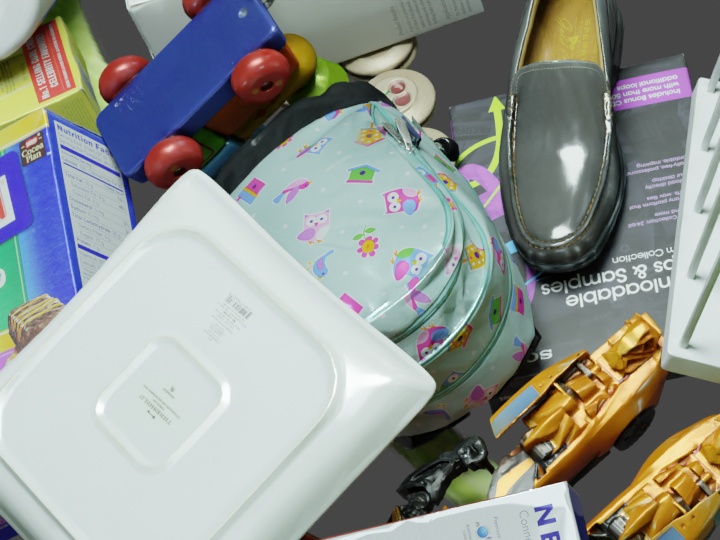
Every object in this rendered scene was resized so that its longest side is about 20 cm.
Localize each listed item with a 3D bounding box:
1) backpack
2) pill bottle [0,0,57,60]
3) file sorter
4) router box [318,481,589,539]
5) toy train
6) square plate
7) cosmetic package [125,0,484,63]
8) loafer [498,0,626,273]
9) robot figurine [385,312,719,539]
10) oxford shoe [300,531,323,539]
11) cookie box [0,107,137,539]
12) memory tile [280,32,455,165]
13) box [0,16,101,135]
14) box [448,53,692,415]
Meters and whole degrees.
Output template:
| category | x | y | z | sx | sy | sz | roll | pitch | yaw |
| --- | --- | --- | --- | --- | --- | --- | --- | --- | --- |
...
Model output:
| category | x | y | z | sx | sy | sz | roll | pitch | yaw |
| --- | --- | --- | --- | --- | --- | --- | --- | --- | --- |
| backpack | 0.000 | 0.000 | 1.179 | 0.167 | 0.127 | 0.200 | -45 | 45 | 5 |
| pill bottle | -0.228 | -0.218 | 1.404 | 0.112 | 0.112 | 0.200 | -5 | 28 | 14 |
| file sorter | 0.242 | -0.046 | 1.113 | 0.138 | 0.125 | 0.200 | 14 | 50 | 0 |
| router box | 0.036 | 0.217 | 1.036 | 0.179 | 0.049 | 0.201 | -15 | 74 | 9 |
| toy train | -0.044 | -0.120 | 1.244 | 0.200 | 0.116 | 0.085 | -43 | 55 | 16 |
| square plate | -0.095 | 0.068 | 1.084 | 0.198 | 0.028 | 0.200 | -47 | 58 | -3 |
| cosmetic package | -0.037 | -0.183 | 1.333 | 0.199 | 0.108 | 0.085 | -17 | 52 | 4 |
| loafer | 0.108 | -0.092 | 1.219 | 0.073 | 0.072 | 0.201 | -5 | 55 | 13 |
| robot figurine | 0.102 | 0.121 | 1.112 | 0.200 | 0.058 | 0.145 | -42 | 66 | -9 |
| oxford shoe | -0.031 | 0.165 | 1.129 | 0.200 | 0.073 | 0.071 | 42 | 90 | 17 |
| cookie box | -0.203 | 0.038 | 1.219 | 0.171 | 0.075 | 0.201 | -27 | 60 | 22 |
| memory tile | -0.031 | -0.103 | 1.351 | 0.153 | 0.017 | 0.200 | -19 | 53 | 4 |
| box | -0.264 | -0.084 | 1.389 | 0.199 | 0.050 | 0.075 | -22 | 51 | 1 |
| box | 0.129 | -0.022 | 1.231 | 0.142 | 0.036 | 0.201 | -12 | 55 | 9 |
